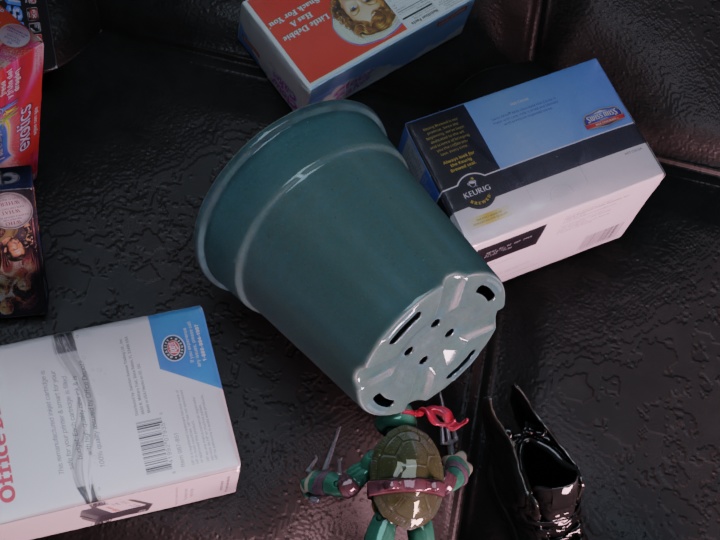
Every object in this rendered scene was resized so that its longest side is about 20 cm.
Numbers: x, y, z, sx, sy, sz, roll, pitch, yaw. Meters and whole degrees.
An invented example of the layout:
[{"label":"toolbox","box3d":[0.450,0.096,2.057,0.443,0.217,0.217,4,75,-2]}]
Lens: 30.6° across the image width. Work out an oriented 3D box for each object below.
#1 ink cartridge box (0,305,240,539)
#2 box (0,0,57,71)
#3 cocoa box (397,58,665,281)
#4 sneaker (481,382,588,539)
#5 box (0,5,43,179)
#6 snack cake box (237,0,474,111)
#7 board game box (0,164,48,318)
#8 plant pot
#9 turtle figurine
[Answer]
[{"label":"ink cartridge box","box3d":[-0.212,0.126,1.073,0.200,0.084,0.145,-11,69,-13]},{"label":"box","box3d":[-0.384,-0.264,1.169,0.198,0.050,0.200,-13,104,-24]},{"label":"cocoa box","box3d":[0.142,-0.080,1.187,0.200,0.133,0.131,-20,71,-16]},{"label":"sneaker","box3d":[0.154,0.197,1.085,0.060,0.104,0.200,-22,72,-17]},{"label":"box","box3d":[-0.335,-0.135,1.101,0.100,0.200,0.095,41,58,9]},{"label":"snack cake box","box3d":[-0.004,-0.244,1.274,0.200,0.067,0.115,-32,76,-19]},{"label":"board game box","box3d":[-0.365,-0.015,1.085,0.200,0.136,0.035,-6,40,-10]},{"label":"plant pot","box3d":[0.000,0.000,1.070,0.200,0.200,0.196,-31,58,-19]},{"label":"turtle figurine","box3d":[0.026,0.182,1.082,0.149,0.101,0.200,2,72,-7]}]
